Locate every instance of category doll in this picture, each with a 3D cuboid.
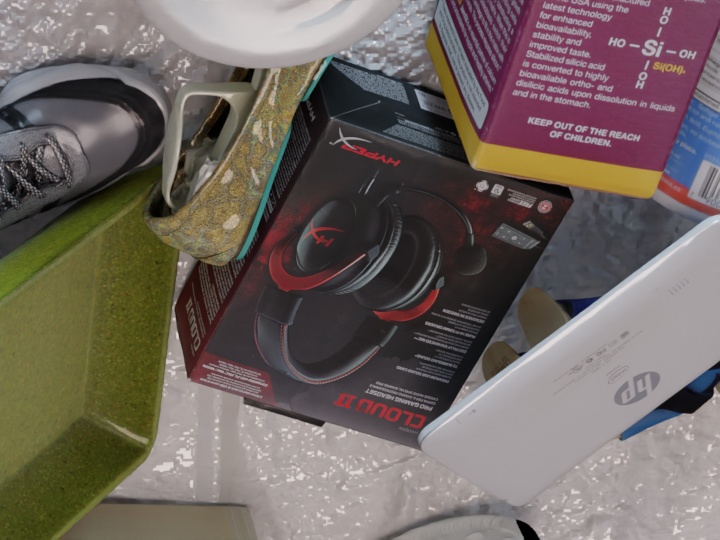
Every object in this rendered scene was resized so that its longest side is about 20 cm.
[{"bbox_3d":[0.157,0.052,1.534,0.200,0.048,0.137,4,129,-41],"label":"doll"}]

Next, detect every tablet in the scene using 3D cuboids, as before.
[{"bbox_3d":[0.135,0.052,1.459,0.200,0.014,0.130,-37,147,13],"label":"tablet"}]

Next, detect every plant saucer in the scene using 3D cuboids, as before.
[{"bbox_3d":[-0.170,0.055,1.456,0.048,0.200,0.200,23,125,20],"label":"plant saucer"}]

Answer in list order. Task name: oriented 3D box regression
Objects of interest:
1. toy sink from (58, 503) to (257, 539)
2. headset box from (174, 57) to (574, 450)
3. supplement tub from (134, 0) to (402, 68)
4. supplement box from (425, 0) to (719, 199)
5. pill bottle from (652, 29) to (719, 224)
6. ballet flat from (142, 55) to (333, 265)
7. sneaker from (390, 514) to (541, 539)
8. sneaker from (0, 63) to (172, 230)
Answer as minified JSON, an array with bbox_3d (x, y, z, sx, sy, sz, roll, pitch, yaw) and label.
[{"bbox_3d":[-0.162,0.212,1.584,0.200,0.112,0.130,1,124,-16],"label":"toy sink"},{"bbox_3d":[0.000,0.000,1.487,0.149,0.075,0.200,19,119,-22],"label":"headset box"},{"bbox_3d":[-0.049,-0.199,1.268,0.144,0.200,0.145,-4,124,-6],"label":"supplement tub"},{"bbox_3d":[0.117,-0.157,1.367,0.103,0.131,0.200,9,123,-16],"label":"supplement box"},{"bbox_3d":[0.214,-0.127,1.413,0.112,0.112,0.200,11,121,-16],"label":"pill bottle"},{"bbox_3d":[-0.056,-0.096,1.405,0.071,0.071,0.200,19,109,-20],"label":"ballet flat"},{"bbox_3d":[0.039,0.238,1.660,0.200,0.081,0.147,-27,132,5],"label":"sneaker"},{"bbox_3d":[-0.190,-0.039,1.404,0.200,0.114,0.076,-16,117,3],"label":"sneaker"}]
